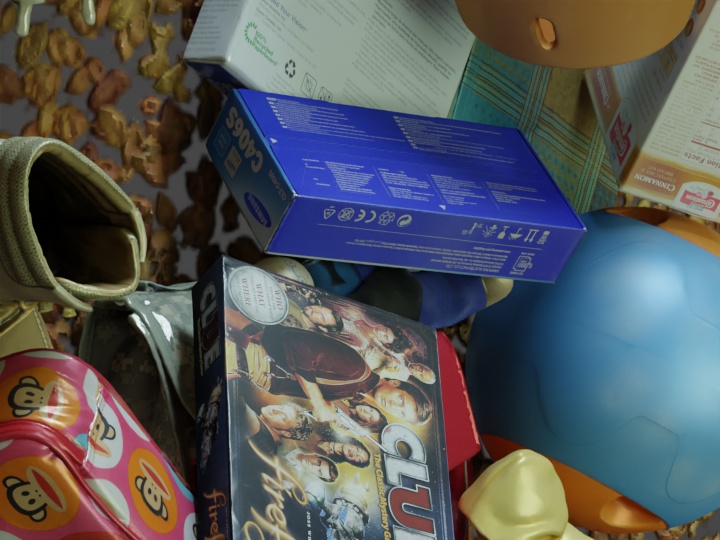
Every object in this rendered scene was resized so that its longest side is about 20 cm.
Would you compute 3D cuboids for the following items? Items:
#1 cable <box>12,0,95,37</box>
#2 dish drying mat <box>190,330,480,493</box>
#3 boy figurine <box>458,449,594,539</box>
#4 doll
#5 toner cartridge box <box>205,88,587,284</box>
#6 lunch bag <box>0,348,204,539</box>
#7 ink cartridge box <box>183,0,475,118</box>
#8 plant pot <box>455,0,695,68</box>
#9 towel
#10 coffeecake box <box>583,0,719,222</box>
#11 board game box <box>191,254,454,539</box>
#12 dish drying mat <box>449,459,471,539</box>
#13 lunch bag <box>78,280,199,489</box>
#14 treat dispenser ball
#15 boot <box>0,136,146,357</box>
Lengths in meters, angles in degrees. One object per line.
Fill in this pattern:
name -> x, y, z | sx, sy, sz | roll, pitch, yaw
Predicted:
cable -> -0.157, -0.219, 1.504 | 0.097, 0.050, 0.201 | -2, 103, -22
dish drying mat -> -0.012, 0.100, 1.593 | 0.200, 0.018, 0.077 | -26, 109, -42
boy figurine -> 0.108, 0.179, 1.769 | 0.064, 0.124, 0.200 | -37, 146, -12
doll -> 0.000, 0.000, 1.667 | 0.200, 0.048, 0.137 | -15, 73, -52
toner cartridge box -> 0.021, -0.046, 1.658 | 0.200, 0.095, 0.043 | 6, 126, -34
lunch bag -> -0.168, 0.144, 1.486 | 0.200, 0.176, 0.082 | 52, 28, -29
ink cartridge box -> -0.003, -0.161, 1.718 | 0.200, 0.041, 0.200 | 40, 66, -47
plant pot -> 0.122, -0.209, 1.699 | 0.200, 0.200, 0.140 | -38, 142, -39
towel -> 0.113, -0.102, 1.883 | 0.200, 0.022, 0.147 | 32, 73, -49
coffeecake box -> 0.216, -0.156, 1.798 | 0.073, 0.154, 0.200 | 17, 118, -15
board game box -> -0.018, 0.098, 1.518 | 0.135, 0.035, 0.200 | 19, 46, -27
dish drying mat -> 0.046, 0.134, 1.758 | 0.200, 0.018, 0.077 | 30, 64, -80
lunch bag -> -0.074, 0.101, 1.627 | 0.164, 0.117, 0.201 | -5, 95, -51
treat dispenser ball -> 0.164, 0.061, 1.833 | 0.201, 0.201, 0.201 | -12, 106, -48
boot -> -0.164, 0.008, 1.467 | 0.073, 0.155, 0.200 | -47, 130, -33
